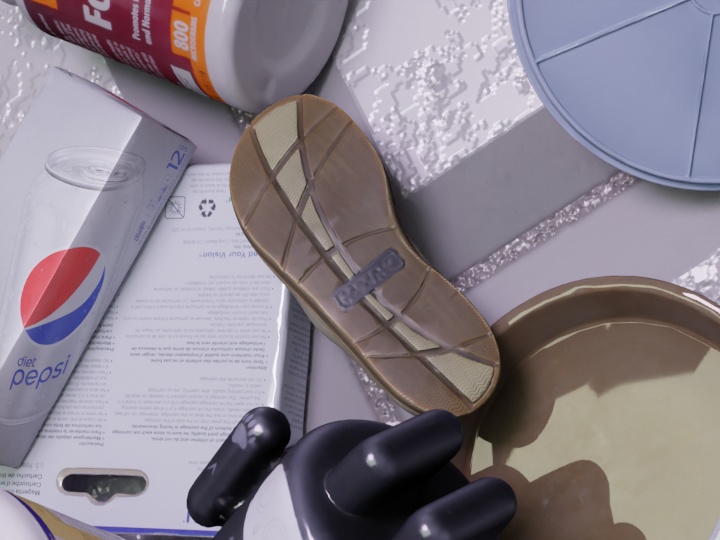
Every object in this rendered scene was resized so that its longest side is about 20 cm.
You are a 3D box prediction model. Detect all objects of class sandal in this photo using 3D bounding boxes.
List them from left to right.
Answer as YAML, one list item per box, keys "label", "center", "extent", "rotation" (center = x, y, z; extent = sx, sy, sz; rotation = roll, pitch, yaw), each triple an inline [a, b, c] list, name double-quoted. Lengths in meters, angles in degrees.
- label: "sandal"
  center: [0.000, 0.000, 1.346]
  extent: [0.080, 0.054, 0.200]
  rotation: [-33, 69, -10]

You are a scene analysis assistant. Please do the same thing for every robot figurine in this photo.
- label: "robot figurine"
  center: [-0.010, 0.151, 1.276]
  extent: [0.200, 0.125, 0.150]
  rotation: [-50, 32, 37]

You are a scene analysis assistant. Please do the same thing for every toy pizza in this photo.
- label: "toy pizza"
  center: [0.170, -0.138, 1.285]
  extent: [0.200, 0.032, 0.200]
  rotation: [1, 102, 2]

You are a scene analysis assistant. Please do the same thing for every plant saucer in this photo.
- label: "plant saucer"
  center: [0.123, 0.103, 1.295]
  extent: [0.200, 0.029, 0.200]
  rotation: [-6, 77, 25]

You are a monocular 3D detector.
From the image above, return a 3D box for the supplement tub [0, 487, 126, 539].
- label: "supplement tub"
  center: [-0.172, 0.188, 1.316]
  extent: [0.145, 0.200, 0.146]
  rotation: [-7, 71, 21]

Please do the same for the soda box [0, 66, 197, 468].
- label: "soda box"
  center: [-0.170, -0.001, 1.396]
  extent: [0.068, 0.063, 0.200]
  rotation: [31, 92, 27]

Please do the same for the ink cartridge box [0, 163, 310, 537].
- label: "ink cartridge box"
  center: [-0.121, 0.043, 1.421]
  extent: [0.196, 0.043, 0.200]
  rotation: [0, 79, 25]

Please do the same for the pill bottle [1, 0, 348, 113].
- label: "pill bottle"
  center: [-0.115, -0.166, 1.425]
  extent: [0.200, 0.114, 0.114]
  rotation: [22, 89, 28]

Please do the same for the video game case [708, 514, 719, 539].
- label: "video game case"
  center: [0.222, 0.219, 1.205]
  extent: [0.200, 0.023, 0.182]
  rotation: [25, 91, 18]
